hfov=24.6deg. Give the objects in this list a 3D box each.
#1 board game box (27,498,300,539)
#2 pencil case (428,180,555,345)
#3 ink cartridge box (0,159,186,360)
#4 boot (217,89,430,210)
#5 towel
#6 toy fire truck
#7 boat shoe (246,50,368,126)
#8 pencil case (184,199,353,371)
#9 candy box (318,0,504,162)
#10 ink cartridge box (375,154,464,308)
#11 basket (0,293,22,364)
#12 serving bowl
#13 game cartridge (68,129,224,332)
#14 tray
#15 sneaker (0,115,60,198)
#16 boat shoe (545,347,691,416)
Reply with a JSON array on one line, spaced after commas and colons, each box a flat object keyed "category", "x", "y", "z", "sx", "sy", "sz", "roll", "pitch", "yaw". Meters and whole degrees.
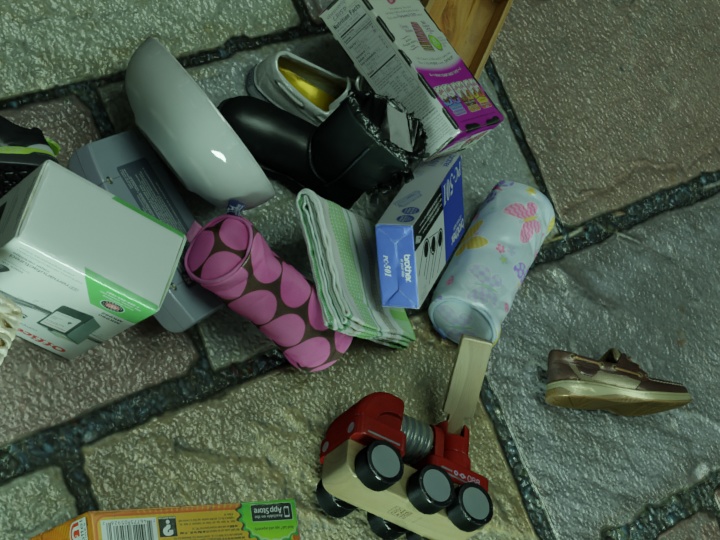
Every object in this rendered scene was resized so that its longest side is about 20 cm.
[{"category": "board game box", "x": -0.174, "y": 0.319, "z": 1.422, "sx": 0.198, "sy": 0.199, "sz": 0.202, "roll": 2, "pitch": 71, "yaw": -34}, {"category": "pencil case", "x": 0.151, "y": -0.006, "z": 1.848, "sx": 0.091, "sy": 0.083, "sz": 0.201, "roll": 43, "pitch": 53, "yaw": -20}, {"category": "ink cartridge box", "x": -0.270, "y": -0.003, "z": 1.483, "sx": 0.145, "sy": 0.200, "sz": 0.085, "roll": 28, "pitch": 61, "yaw": -22}, {"category": "boot", "x": -0.039, "y": -0.141, "z": 1.718, "sx": 0.198, "sy": 0.162, "sz": 0.074, "roll": 35, "pitch": 54, "yaw": -19}, {"category": "towel", "x": 0.000, "y": 0.000, "z": 1.708, "sx": 0.200, "sy": 0.030, "sz": 0.151, "roll": 19, "pitch": 54, "yaw": -65}, {"category": "toy fire truck", "x": 0.061, "y": 0.164, "z": 1.707, "sx": 0.175, "sy": 0.129, "sz": 0.201, "roll": 27, "pitch": 47, "yaw": -23}, {"category": "boat shoe", "x": -0.020, "y": -0.182, "z": 1.796, "sx": 0.201, "sy": 0.086, "sz": 0.075, "roll": 30, "pitch": 57, "yaw": -21}, {"category": "pencil case", "x": -0.090, "y": 0.021, "z": 1.634, "sx": 0.091, "sy": 0.093, "sz": 0.200, "roll": -57, "pitch": 136, "yaw": -14}, {"category": "candy box", "x": 0.057, "y": -0.221, "z": 1.802, "sx": 0.201, "sy": 0.061, "sz": 0.136, "roll": 55, "pitch": 27, "yaw": 6}, {"category": "ink cartridge box", "x": 0.066, "y": -0.046, "z": 1.757, "sx": 0.200, "sy": 0.044, "sz": 0.095, "roll": -56, "pitch": 146, "yaw": -59}, {"category": "basket", "x": -0.414, "y": 0.075, "z": 1.352, "sx": 0.197, "sy": 0.200, "sz": 0.162, "roll": 34, "pitch": 54, "yaw": -20}, {"category": "serving bowl", "x": -0.170, "y": -0.132, "z": 1.628, "sx": 0.066, "sy": 0.200, "sz": 0.201, "roll": -39, "pitch": 97, "yaw": -5}, {"category": "game cartridge", "x": -0.204, "y": -0.039, "z": 1.610, "sx": 0.201, "sy": 0.041, "sz": 0.133, "roll": 59, "pitch": 27, "yaw": -1}, {"category": "tray", "x": 0.109, "y": -0.283, "z": 1.957, "sx": 0.098, "sy": 0.037, "sz": 0.201, "roll": 37, "pitch": 55, "yaw": -17}, {"category": "sneaker", "x": -0.377, "y": -0.115, "z": 1.550, "sx": 0.198, "sy": 0.072, "sz": 0.083, "roll": 11, "pitch": 42, "yaw": -32}, {"category": "boat shoe", "x": 0.298, "y": 0.124, "z": 1.910, "sx": 0.198, "sy": 0.072, "sz": 0.073, "roll": 7, "pitch": 70, "yaw": -26}]
